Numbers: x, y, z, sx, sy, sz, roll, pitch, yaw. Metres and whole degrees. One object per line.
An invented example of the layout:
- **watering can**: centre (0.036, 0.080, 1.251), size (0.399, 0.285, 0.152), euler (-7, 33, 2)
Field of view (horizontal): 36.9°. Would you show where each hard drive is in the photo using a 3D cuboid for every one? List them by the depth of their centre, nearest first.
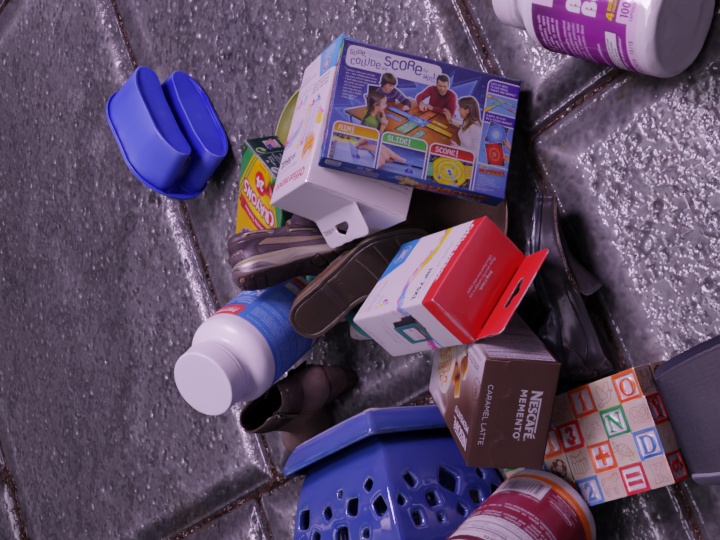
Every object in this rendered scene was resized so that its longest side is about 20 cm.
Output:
- **hard drive**: centre (0.367, 0.113, 0.973), size (0.199, 0.042, 0.136), euler (-29, 74, 39)

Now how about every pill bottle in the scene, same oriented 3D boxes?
- **pill bottle**: centre (0.226, -0.259, 1.038), size (0.199, 0.112, 0.113), euler (25, 112, 41)
- **pill bottle**: centre (0.137, 0.289, 1.047), size (0.113, 0.199, 0.115), euler (18, 122, 32)
- **pill bottle**: centre (-0.134, 0.088, 1.308), size (0.111, 0.200, 0.113), euler (13, 120, 24)

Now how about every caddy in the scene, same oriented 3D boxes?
- **caddy**: centre (-0.282, -0.195, 1.550), size (0.105, 0.141, 0.201), euler (-44, 63, 36)

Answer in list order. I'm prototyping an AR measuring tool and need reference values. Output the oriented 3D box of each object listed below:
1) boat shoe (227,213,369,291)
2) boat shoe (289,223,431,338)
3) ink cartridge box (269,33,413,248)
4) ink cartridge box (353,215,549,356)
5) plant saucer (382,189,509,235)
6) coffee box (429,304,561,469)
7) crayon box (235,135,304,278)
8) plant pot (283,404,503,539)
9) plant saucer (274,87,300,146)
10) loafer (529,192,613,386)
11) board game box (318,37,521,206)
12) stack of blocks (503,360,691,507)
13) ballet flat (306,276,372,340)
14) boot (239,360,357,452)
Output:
- **boat shoe**: centre (-0.067, -0.035, 1.298), size (0.074, 0.198, 0.075), euler (67, 149, 20)
- **boat shoe**: centre (0.000, 0.000, 1.264), size (0.199, 0.068, 0.072), euler (-30, 106, 16)
- **ink cartridge box**: centre (-0.011, -0.134, 1.215), size (0.128, 0.124, 0.202), euler (-22, 52, 66)
- **ink cartridge box**: centre (0.090, 0.016, 1.113), size (0.067, 0.117, 0.199), euler (42, 152, -17)
- **plant saucer**: centre (0.100, -0.064, 1.243), size (0.199, 0.036, 0.203), euler (6, 98, 46)
- **coffee box**: centre (0.134, 0.112, 1.124), size (0.200, 0.079, 0.116), euler (-114, 30, -72)
- **crayon box**: centre (-0.115, -0.057, 1.414), size (0.127, 0.050, 0.201), euler (49, 142, 43)
- **plant pot**: centre (0.039, 0.260, 1.235), size (0.200, 0.199, 0.181), euler (-34, 63, 42)
- **plant saucer**: centre (-0.038, -0.143, 1.382), size (0.199, 0.031, 0.202), euler (7, 100, 46)
- **loafer**: centre (0.216, 0.017, 1.120), size (0.072, 0.073, 0.202), euler (-7, 95, 13)
- **board game box**: centre (0.064, -0.156, 1.141), size (0.034, 0.198, 0.137), euler (133, 148, -74)
- **stack of blocks**: centre (0.237, 0.179, 1.111), size (0.199, 0.058, 0.116), euler (-30, 73, 43)
- **ballet flat**: centre (-0.004, 0.043, 1.348), size (0.200, 0.067, 0.071), euler (44, 136, 39)
- **boot**: centre (-0.095, 0.184, 1.392), size (0.070, 0.145, 0.200), euler (54, 129, 24)
